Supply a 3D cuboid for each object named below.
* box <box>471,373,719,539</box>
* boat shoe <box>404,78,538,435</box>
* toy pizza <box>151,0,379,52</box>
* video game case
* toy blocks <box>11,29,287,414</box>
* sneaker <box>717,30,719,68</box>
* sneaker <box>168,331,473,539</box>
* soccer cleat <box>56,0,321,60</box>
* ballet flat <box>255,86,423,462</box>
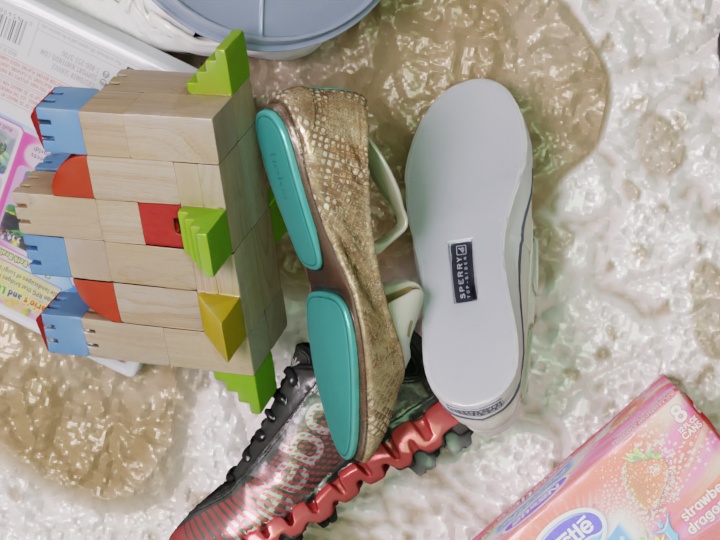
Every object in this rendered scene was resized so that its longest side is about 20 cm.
[{"bbox_3d":[0.127,0.161,1.053,0.200,0.095,0.103,-40,89,5],"label":"box"},{"bbox_3d":[0.067,-0.006,1.057,0.070,0.070,0.202,-8,63,12],"label":"boat shoe"},{"bbox_3d":[-0.055,-0.214,0.995,0.198,0.032,0.203,0,90,-31],"label":"toy pizza"},{"bbox_3d":[-0.183,-0.060,1.073,0.199,0.024,0.183,26,114,2],"label":"video game case"},{"bbox_3d":[-0.119,-0.027,1.015,0.135,0.100,0.202,6,123,20],"label":"toy blocks"},{"bbox_3d":[0.275,-0.071,1.042,0.200,0.080,0.074,45,97,3],"label":"sneaker"},{"bbox_3d":[-0.032,0.097,1.074,0.199,0.071,0.098,-33,90,3],"label":"sneaker"},{"bbox_3d":[-0.114,-0.153,1.061,0.198,0.085,0.069,9,93,3],"label":"soccer cleat"},{"bbox_3d":[0.000,0.000,0.997,0.065,0.070,0.202,-18,108,-22],"label":"ballet flat"}]
